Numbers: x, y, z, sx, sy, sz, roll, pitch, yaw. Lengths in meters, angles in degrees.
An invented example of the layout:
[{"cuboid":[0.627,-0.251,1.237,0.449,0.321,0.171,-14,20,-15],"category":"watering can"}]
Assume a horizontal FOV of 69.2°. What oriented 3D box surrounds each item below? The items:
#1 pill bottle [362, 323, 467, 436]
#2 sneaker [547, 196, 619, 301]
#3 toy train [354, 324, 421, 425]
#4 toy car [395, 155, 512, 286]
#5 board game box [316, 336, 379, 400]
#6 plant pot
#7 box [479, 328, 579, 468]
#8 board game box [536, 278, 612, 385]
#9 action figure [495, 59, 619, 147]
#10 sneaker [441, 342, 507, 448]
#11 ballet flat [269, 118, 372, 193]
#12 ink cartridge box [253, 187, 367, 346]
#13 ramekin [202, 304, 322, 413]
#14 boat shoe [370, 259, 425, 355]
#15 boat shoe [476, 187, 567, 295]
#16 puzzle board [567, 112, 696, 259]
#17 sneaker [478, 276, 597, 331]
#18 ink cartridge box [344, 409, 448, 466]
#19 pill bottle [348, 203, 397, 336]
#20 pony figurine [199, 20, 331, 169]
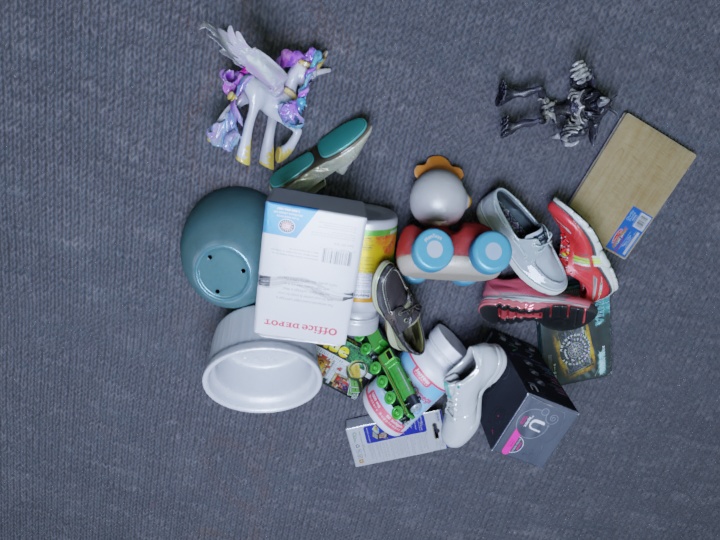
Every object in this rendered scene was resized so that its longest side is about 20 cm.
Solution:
[{"cuboid":[0.103,0.198,0.958,0.108,0.109,0.201,38,106,-14],"category":"pill bottle"},{"cuboid":[0.360,-0.027,0.876,0.084,0.077,0.202,-31,105,15],"category":"sneaker"},{"cuboid":[0.048,0.173,0.915,0.056,0.202,0.042,-36,143,9],"category":"toy train"},{"cuboid":[0.144,-0.088,0.843,0.171,0.184,0.207,2,83,-3],"category":"toy car"},{"cuboid":[-0.066,0.160,0.988,0.196,0.024,0.106,29,106,-12],"category":"board game box"},{"cuboid":[-0.210,-0.020,0.856,0.193,0.135,0.206,0,112,-1],"category":"plant pot"},{"cuboid":[0.272,0.217,0.918,0.103,0.201,0.125,21,110,-12],"category":"box"},{"cuboid":[0.398,0.116,0.974,0.131,0.028,0.206,-11,110,3],"category":"board game box"},{"cuboid":[0.311,-0.248,0.796,0.193,0.102,0.123,-4,100,2],"category":"action figure"},{"cuboid":[0.170,0.211,0.894,0.086,0.075,0.205,10,108,-33],"category":"sneaker"},{"cuboid":[-0.059,-0.173,0.849,0.196,0.069,0.062,-28,137,13],"category":"ballet flat"},{"cuboid":[-0.076,-0.004,0.774,0.140,0.085,0.206,8,112,-6],"category":"ink cartridge box"},{"cuboid":[-0.163,0.149,0.886,0.193,0.100,0.204,-4,138,-3],"category":"ramekin"},{"cuboid":[0.070,0.065,0.854,0.074,0.064,0.202,-51,141,-24],"category":"boat shoe"},{"cuboid":[0.271,-0.048,0.849,0.070,0.072,0.202,-37,83,-23],"category":"boat shoe"},{"cuboid":[0.447,-0.138,0.885,0.147,0.017,0.204,24,109,-11],"category":"puzzle board"},{"cuboid":[0.305,0.043,0.899,0.193,0.089,0.075,5,145,14],"category":"sneaker"},{"cuboid":[0.072,0.329,1.048,0.194,0.037,0.097,-12,110,6],"category":"ink cartridge box"},{"cuboid":[0.000,0.000,0.879,0.107,0.112,0.206,4,111,-3],"category":"pill bottle"},{"cuboid":[-0.149,-0.264,0.772,0.190,0.167,0.203,16,110,-42],"category":"pony figurine"}]
